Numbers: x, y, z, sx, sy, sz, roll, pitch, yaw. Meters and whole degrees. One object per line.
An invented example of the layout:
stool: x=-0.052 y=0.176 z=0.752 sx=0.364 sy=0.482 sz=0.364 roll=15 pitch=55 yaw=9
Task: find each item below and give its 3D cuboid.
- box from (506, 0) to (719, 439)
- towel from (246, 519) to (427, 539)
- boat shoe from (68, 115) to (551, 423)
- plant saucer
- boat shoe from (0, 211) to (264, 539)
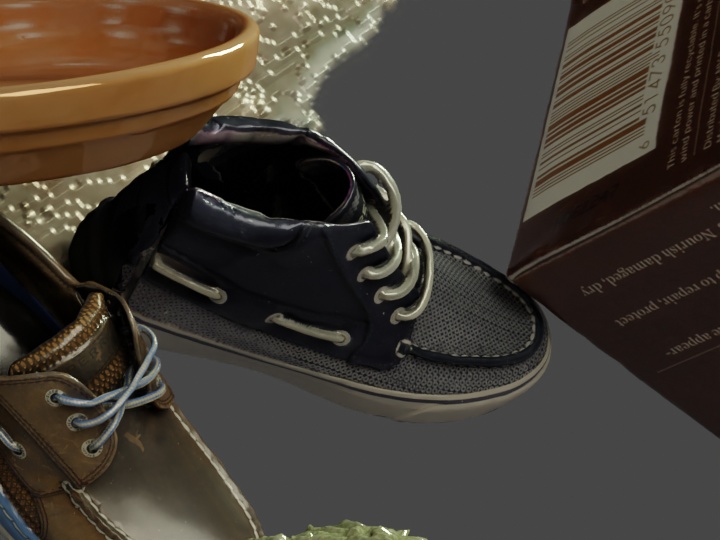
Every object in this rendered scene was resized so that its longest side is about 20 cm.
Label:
box: x=0.193 y=-0.035 z=0.976 sx=0.200 sy=0.164 sz=0.166 roll=35 pitch=49 yaw=-24
towel: x=-0.067 y=0.155 z=0.731 sx=0.036 sy=0.199 sz=0.149 roll=44 pitch=38 yaw=-59
boat shoe: x=0.000 y=0.000 z=0.910 sx=0.199 sy=0.093 sz=0.075 roll=10 pitch=59 yaw=-26
plant saucer: x=-0.133 y=-0.061 z=0.828 sx=0.200 sy=0.200 sz=0.038 roll=-15 pitch=110 yaw=-36
boat shoe: x=-0.106 y=0.042 z=0.836 sx=0.200 sy=0.072 sz=0.072 roll=41 pitch=52 yaw=-3
